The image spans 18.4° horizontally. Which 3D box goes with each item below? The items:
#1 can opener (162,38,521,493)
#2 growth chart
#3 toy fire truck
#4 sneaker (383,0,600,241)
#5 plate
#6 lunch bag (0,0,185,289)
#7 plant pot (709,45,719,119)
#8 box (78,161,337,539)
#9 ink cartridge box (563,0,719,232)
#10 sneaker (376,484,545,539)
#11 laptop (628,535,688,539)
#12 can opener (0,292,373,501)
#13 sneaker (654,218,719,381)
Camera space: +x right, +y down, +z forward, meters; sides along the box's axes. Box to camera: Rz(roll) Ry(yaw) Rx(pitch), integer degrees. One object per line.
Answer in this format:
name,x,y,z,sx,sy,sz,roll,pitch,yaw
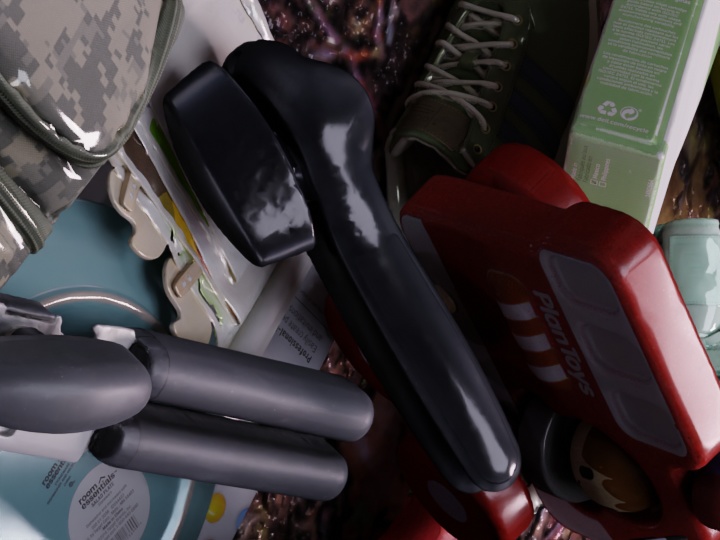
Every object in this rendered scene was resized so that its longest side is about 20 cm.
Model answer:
can opener,0.000,0.000,0.856,0.078,0.063,0.201,-34,100,-8
growth chart,-0.064,-0.063,0.860,0.145,0.018,0.201,-51,127,-49
toy fire truck,0.090,0.048,0.928,0.112,0.168,0.201,-40,122,-21
sneaker,0.054,-0.070,1.013,0.090,0.067,0.202,-5,106,-54
plate,-0.116,0.073,0.824,0.199,0.025,0.202,-13,108,-47
lunch bag,-0.158,-0.096,0.688,0.168,0.139,0.200,-51,133,-17
plant pot,0.307,-0.099,1.219,0.200,0.181,0.200,-45,130,-33
box,-0.097,0.057,0.890,0.156,0.041,0.201,46,66,-44
ink cartridge box,0.137,-0.091,1.035,0.146,0.048,0.201,92,16,-57
sneaker,0.050,0.088,1.059,0.200,0.077,0.085,-41,87,-18
laptop,0.053,0.169,0.851,0.186,0.199,0.117,0,78,-41
can opener,-0.069,0.055,0.796,0.199,0.067,0.054,15,104,-40
sneaker,0.162,0.040,1.111,0.201,0.073,0.119,-96,-178,-72
